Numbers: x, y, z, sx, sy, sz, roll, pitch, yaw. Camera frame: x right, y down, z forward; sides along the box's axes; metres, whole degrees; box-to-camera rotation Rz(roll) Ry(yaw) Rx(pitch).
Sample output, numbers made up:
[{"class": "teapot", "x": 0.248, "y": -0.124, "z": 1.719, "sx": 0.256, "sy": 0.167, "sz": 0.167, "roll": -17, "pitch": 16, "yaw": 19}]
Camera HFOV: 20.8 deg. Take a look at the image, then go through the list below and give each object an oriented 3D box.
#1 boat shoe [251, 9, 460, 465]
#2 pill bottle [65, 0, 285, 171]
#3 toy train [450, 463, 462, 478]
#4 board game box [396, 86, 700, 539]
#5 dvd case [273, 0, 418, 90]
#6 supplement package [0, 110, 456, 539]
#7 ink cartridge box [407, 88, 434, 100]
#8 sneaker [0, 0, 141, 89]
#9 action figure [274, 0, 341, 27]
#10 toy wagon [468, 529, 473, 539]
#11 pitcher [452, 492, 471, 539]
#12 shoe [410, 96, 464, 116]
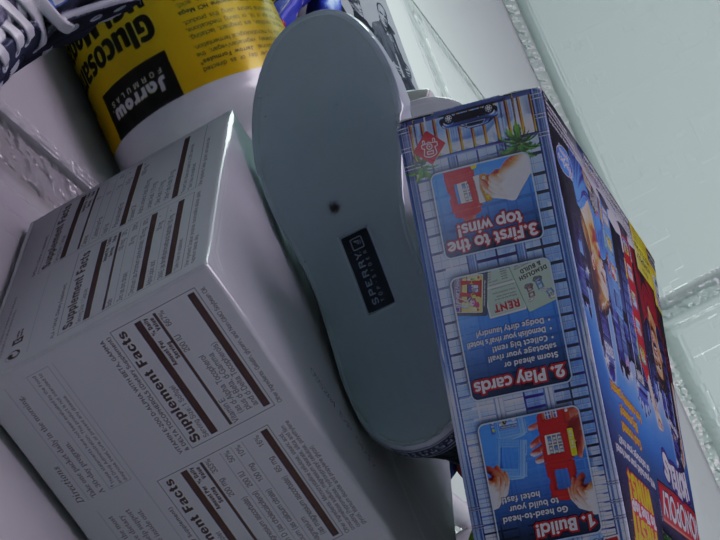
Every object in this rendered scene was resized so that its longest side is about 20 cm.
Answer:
[{"class": "boat shoe", "x": 0.011, "y": -0.009, "z": 0.848, "sx": 0.091, "sy": 0.071, "sz": 0.201, "roll": 33, "pitch": 39, "yaw": -66}, {"class": "pill bottle", "x": -0.094, "y": -0.114, "z": 1.044, "sx": 0.201, "sy": 0.112, "sz": 0.112, "roll": 65, "pitch": 12, "yaw": 13}, {"class": "toy train", "x": 0.070, "y": 0.014, "z": 1.115, "sx": 0.084, "sy": 0.201, "sz": 0.116, "roll": 26, "pitch": 41, "yaw": 14}, {"class": "board game box", "x": 0.084, "y": 0.061, "z": 0.785, "sx": 0.200, "sy": 0.061, "sz": 0.201, "roll": 43, "pitch": 38, "yaw": -61}, {"class": "dvd case", "x": -0.024, "y": -0.182, "z": 1.281, "sx": 0.150, "sy": 0.025, "sz": 0.201, "roll": 4, "pitch": 63, "yaw": -62}, {"class": "supplement package", "x": -0.053, "y": 0.064, "z": 0.836, "sx": 0.200, "sy": 0.110, "sz": 0.156, "roll": 58, "pitch": 13, "yaw": -23}, {"class": "ink cartridge box", "x": 0.051, "y": -0.012, "z": 1.262, "sx": 0.200, "sy": 0.050, "sz": 0.109, "roll": 55, "pitch": 40, "yaw": -48}, {"class": "sneaker", "x": -0.151, "y": -0.095, "z": 0.778, "sx": 0.070, "sy": 0.108, "sz": 0.200, "roll": 57, "pitch": 13, "yaw": -20}, {"class": "action figure", "x": -0.005, "y": -0.182, "z": 1.183, "sx": 0.065, "sy": 0.099, "sz": 0.200, "roll": 50, "pitch": 26, "yaw": -28}, {"class": "toy wagon", "x": 0.042, "y": 0.186, "z": 0.878, "sx": 0.155, "sy": 0.039, "sz": 0.201, "roll": -92, "pitch": -168, "yaw": -64}, {"class": "pitcher", "x": 0.071, "y": 0.175, "z": 1.102, "sx": 0.200, "sy": 0.121, "sz": 0.172, "roll": 1, "pitch": 66, "yaw": -65}, {"class": "shoe", "x": 0.000, "y": 0.000, "z": 1.032, "sx": 0.071, "sy": 0.200, "sz": 0.091, "roll": 37, "pitch": 1, "yaw": 17}]
